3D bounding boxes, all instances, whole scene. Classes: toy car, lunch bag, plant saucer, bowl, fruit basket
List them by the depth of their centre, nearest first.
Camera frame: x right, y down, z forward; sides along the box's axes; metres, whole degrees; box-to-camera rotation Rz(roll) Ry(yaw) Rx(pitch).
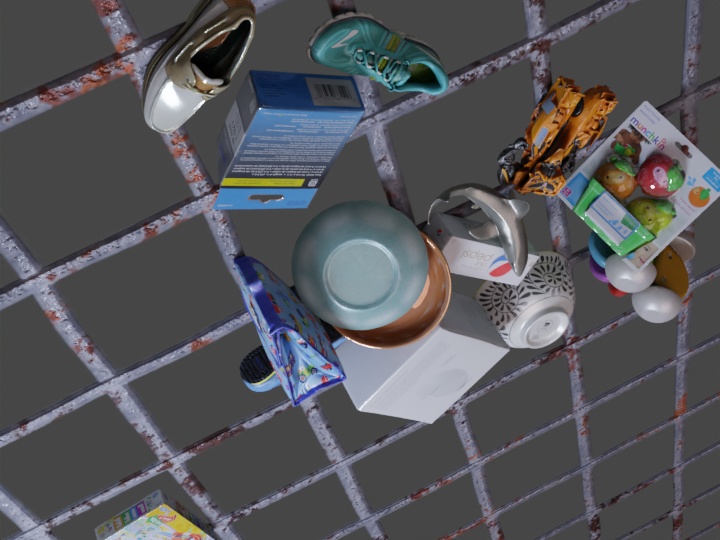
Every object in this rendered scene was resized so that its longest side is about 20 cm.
[{"bbox_3d":[-0.113,0.073,1.476,0.094,0.151,0.200,-28,140,-2],"label":"lunch bag"},{"bbox_3d":[0.000,0.000,1.479,0.201,0.039,0.201,0,109,-1],"label":"plant saucer"},{"bbox_3d":[0.035,0.019,1.532,0.200,0.037,0.201,1,108,2],"label":"plant saucer"},{"bbox_3d":[0.435,-0.127,1.592,0.200,0.185,0.094,-47,172,23],"label":"fruit basket"},{"bbox_3d":[0.464,-0.016,1.746,0.150,0.175,0.200,-9,138,47],"label":"toy car"},{"bbox_3d":[0.296,0.071,1.767,0.200,0.094,0.201,-16,137,-16],"label":"bowl"}]

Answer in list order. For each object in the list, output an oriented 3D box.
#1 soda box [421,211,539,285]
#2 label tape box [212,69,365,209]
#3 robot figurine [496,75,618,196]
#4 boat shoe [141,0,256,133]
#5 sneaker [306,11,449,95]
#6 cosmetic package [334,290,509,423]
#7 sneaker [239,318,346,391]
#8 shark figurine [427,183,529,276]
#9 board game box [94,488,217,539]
[{"bbox_3d":[0.185,-0.032,1.616,0.200,0.064,0.068,10,126,-38],"label":"soda box"},{"bbox_3d":[-0.102,-0.161,1.301,0.144,0.063,0.200,-2,148,-30],"label":"label tape box"},{"bbox_3d":[0.287,-0.188,1.521,0.145,0.058,0.200,4,129,-32],"label":"robot figurine"},{"bbox_3d":[-0.188,-0.232,1.180,0.075,0.068,0.200,13,124,-39],"label":"boat shoe"},{"bbox_3d":[0.028,-0.263,1.271,0.200,0.080,0.078,5,129,-34],"label":"sneaker"},{"bbox_3d":[0.095,0.133,1.675,0.199,0.123,0.200,-46,144,20],"label":"cosmetic package"},{"bbox_3d":[-0.094,0.127,1.617,0.200,0.066,0.078,-31,152,1],"label":"sneaker"},{"bbox_3d":[0.199,-0.094,1.522,0.214,0.089,0.128,31,68,-32],"label":"shark figurine"},{"bbox_3d":[-0.359,0.471,1.827,0.134,0.034,0.200,-32,140,2],"label":"board game box"}]
